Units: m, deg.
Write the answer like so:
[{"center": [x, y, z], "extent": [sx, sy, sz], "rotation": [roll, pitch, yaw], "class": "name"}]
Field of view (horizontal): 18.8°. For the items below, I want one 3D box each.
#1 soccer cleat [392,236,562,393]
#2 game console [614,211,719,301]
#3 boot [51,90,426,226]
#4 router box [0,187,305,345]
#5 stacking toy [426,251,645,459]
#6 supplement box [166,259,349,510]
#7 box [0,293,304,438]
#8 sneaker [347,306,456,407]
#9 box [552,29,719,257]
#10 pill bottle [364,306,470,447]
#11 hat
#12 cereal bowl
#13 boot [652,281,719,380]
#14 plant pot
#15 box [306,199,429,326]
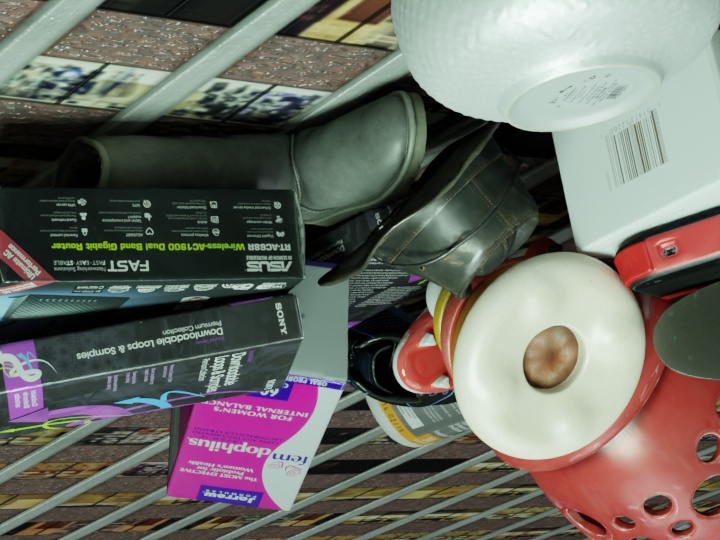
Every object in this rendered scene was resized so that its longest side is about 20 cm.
[{"center": [0.085, 0.035, 1.707], "extent": [0.085, 0.069, 0.200], "rotation": [3, -147, 48], "class": "soccer cleat"}, {"center": [0.286, -0.021, 1.475], "extent": [0.199, 0.031, 0.177], "rotation": [-18, 167, 25], "class": "game console"}, {"center": [-0.079, -0.072, 1.397], "extent": [0.199, 0.073, 0.182], "rotation": [7, 154, -29], "class": "boot"}, {"center": [-0.152, 0.000, 1.375], "extent": [0.199, 0.062, 0.150], "rotation": [0, 164, -22], "class": "router box"}, {"center": [0.096, 0.036, 1.541], "extent": [0.145, 0.147, 0.200], "rotation": [-3, -163, -24], "class": "stacking toy"}, {"center": [-0.078, 0.084, 1.592], "extent": [0.101, 0.104, 0.200], "rotation": [7, 147, -10], "class": "supplement box"}, {"center": [-0.141, 0.064, 1.398], "extent": [0.199, 0.036, 0.143], "rotation": [-11, 166, -10], "class": "box"}, {"center": [0.010, 0.066, 1.773], "extent": [0.078, 0.070, 0.199], "rotation": [-4, -169, -45], "class": "sneaker"}, {"center": [0.257, -0.078, 1.492], "extent": [0.199, 0.107, 0.152], "rotation": [5, 157, -41], "class": "box"}, {"center": [0.108, 0.073, 1.874], "extent": [0.199, 0.117, 0.116], "rotation": [-21, 160, 31], "class": "pill bottle"}, {"center": [0.066, -0.030, 1.433], "extent": [0.201, 0.081, 0.201], "rotation": [-45, -176, 4], "class": "hat"}, {"center": [0.120, -0.137, 1.262], "extent": [0.199, 0.084, 0.200], "rotation": [-9, 162, -3], "class": "cereal bowl"}, {"center": [0.295, 0.034, 1.510], "extent": [0.199, 0.074, 0.075], "rotation": [-13, 178, -8], "class": "boot"}, {"center": [0.204, 0.099, 1.631], "extent": [0.200, 0.201, 0.182], "rotation": [-24, 131, 36], "class": "plant pot"}, {"center": [0.000, 0.000, 1.648], "extent": [0.200, 0.036, 0.143], "rotation": [-27, 163, 37], "class": "box"}]
